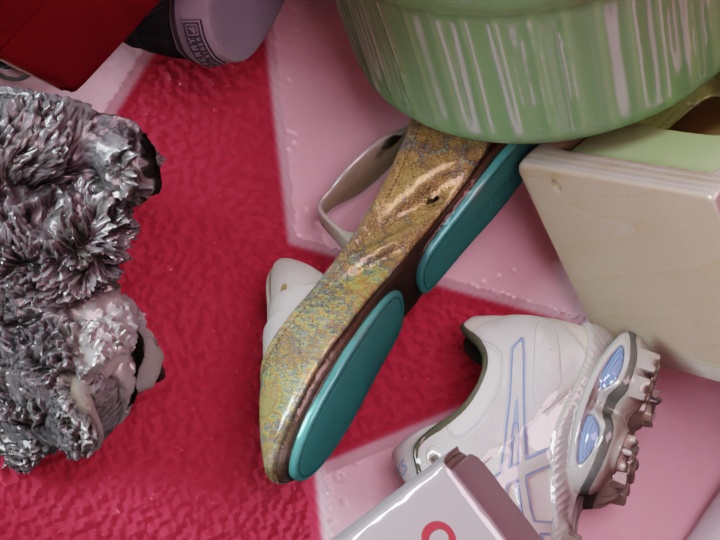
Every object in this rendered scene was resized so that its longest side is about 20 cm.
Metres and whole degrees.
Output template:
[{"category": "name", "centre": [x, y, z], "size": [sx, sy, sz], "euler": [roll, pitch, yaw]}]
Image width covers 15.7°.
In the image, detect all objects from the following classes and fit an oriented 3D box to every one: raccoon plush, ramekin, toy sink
[{"category": "raccoon plush", "centre": [-0.165, -0.003, 1.021], "size": [0.199, 0.097, 0.135], "euler": [16, 75, -11]}, {"category": "ramekin", "centre": [0.076, -0.144, 1.087], "size": [0.199, 0.098, 0.200], "euler": [-8, 43, 8]}, {"category": "toy sink", "centre": [0.189, -0.055, 1.103], "size": [0.200, 0.130, 0.112], "euler": [-37, 116, -22]}]

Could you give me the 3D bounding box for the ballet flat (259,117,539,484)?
[{"category": "ballet flat", "centre": [0.000, 0.000, 1.090], "size": [0.071, 0.071, 0.200], "euler": [37, 68, -3]}]

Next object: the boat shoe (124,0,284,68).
[{"category": "boat shoe", "centre": [-0.045, -0.168, 1.121], "size": [0.056, 0.069, 0.200], "euler": [5, 50, 30]}]

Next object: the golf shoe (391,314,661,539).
[{"category": "golf shoe", "centre": [0.053, 0.110, 1.076], "size": [0.097, 0.078, 0.201], "euler": [17, 66, 11]}]

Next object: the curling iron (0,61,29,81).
[{"category": "curling iron", "centre": [-0.142, -0.177, 1.113], "size": [0.049, 0.026, 0.201], "euler": [9, 71, -12]}]

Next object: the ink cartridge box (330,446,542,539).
[{"category": "ink cartridge box", "centre": [0.002, 0.183, 0.975], "size": [0.200, 0.088, 0.146], "euler": [-37, 87, 4]}]

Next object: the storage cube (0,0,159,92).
[{"category": "storage cube", "centre": [-0.129, -0.195, 0.944], "size": [0.200, 0.171, 0.180], "euler": [45, 96, 12]}]

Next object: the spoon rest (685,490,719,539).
[{"category": "spoon rest", "centre": [0.169, 0.127, 1.110], "size": [0.200, 0.061, 0.100], "euler": [-21, 82, -35]}]
